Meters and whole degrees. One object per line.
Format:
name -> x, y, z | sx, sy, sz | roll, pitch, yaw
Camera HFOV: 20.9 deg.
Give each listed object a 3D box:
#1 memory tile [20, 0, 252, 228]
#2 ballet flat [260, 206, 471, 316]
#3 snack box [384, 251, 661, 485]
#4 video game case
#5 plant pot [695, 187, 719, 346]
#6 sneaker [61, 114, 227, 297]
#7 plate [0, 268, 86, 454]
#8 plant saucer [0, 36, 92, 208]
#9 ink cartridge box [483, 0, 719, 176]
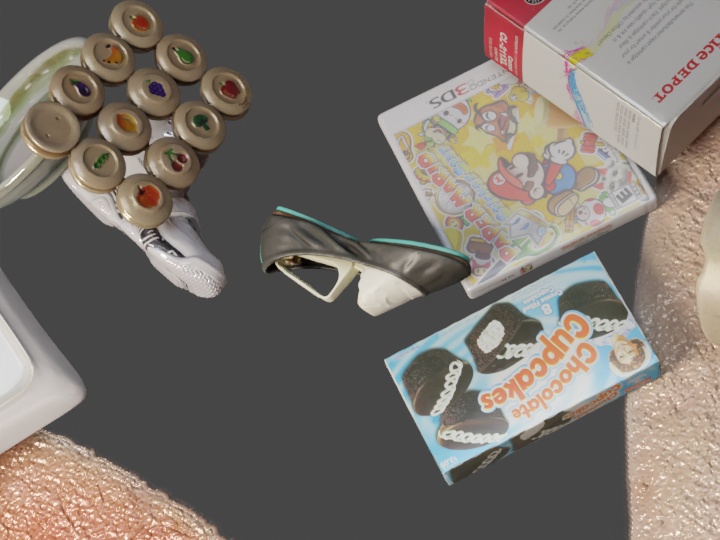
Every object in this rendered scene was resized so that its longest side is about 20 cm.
memory tile -> -0.192, -0.140, 1.704 | 0.153, 0.017, 0.200 | 37, 53, -6
ballet flat -> 0.000, 0.000, 1.677 | 0.200, 0.068, 0.069 | 14, 78, 29
snack box -> 0.134, 0.080, 1.618 | 0.200, 0.037, 0.116 | -28, 63, -1
video game case -> 0.135, -0.097, 1.710 | 0.182, 0.023, 0.200 | -26, 62, 0
plant pot -> 0.369, 0.001, 1.531 | 0.183, 0.200, 0.201 | 6, 66, 27
sneaker -> -0.168, -0.068, 1.736 | 0.200, 0.075, 0.115 | 38, 80, 28
plate -> -0.368, 0.081, 1.672 | 0.200, 0.032, 0.200 | -33, 72, -16
plant saucer -> -0.296, -0.121, 1.774 | 0.200, 0.050, 0.200 | -34, 32, 25
ink cartridge box -> 0.227, -0.198, 1.687 | 0.200, 0.083, 0.146 | 39, 68, 22
